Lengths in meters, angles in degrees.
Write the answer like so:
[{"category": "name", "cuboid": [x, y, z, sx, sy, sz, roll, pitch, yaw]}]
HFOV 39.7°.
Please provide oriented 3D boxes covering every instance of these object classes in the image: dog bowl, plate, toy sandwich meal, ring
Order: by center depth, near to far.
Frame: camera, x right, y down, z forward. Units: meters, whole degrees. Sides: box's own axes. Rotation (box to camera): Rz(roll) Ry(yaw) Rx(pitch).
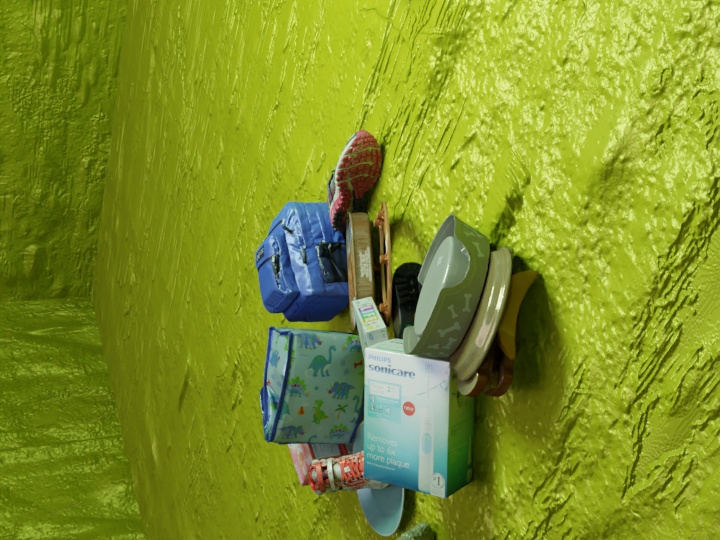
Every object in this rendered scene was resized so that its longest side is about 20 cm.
[{"category": "toy sandwich meal", "cuboid": [0.177, 0.070, 1.322, 0.205, 0.070, 0.207, -161, 90, -84]}, {"category": "dog bowl", "cuboid": [0.119, 0.027, 1.368, 0.200, 0.058, 0.202, -161, 90, -83]}, {"category": "ring", "cuboid": [0.034, -0.010, 1.599, 0.200, 0.019, 0.203, 179, 90, -88]}, {"category": "plate", "cuboid": [0.038, 0.353, 1.719, 0.200, 0.025, 0.202, 176, 90, -66]}]

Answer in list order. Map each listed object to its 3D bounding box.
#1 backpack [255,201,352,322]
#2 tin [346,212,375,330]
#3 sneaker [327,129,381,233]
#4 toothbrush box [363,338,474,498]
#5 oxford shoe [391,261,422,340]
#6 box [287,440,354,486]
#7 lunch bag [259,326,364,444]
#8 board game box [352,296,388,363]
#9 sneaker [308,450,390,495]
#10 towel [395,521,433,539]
[{"category": "backpack", "cuboid": [-0.103, -0.026, 1.810, 0.162, 0.166, 0.202, -38, 55, 53]}, {"category": "tin", "cuboid": [0.000, 0.000, 1.692, 0.112, 0.041, 0.202, 96, 171, -79]}, {"category": "sneaker", "cuboid": [-0.023, -0.159, 1.715, 0.201, 0.080, 0.075, 110, 148, -41]}, {"category": "toothbrush box", "cuboid": [0.086, 0.212, 1.458, 0.145, 0.085, 0.202, 8, 100, 33]}, {"category": "oxford shoe", "cuboid": [0.083, 0.087, 1.553, 0.084, 0.072, 0.202, -174, 83, -81]}, {"category": "box", "cuboid": [-0.086, 0.293, 1.886, 0.201, 0.102, 0.095, 66, 148, 35]}, {"category": "lunch bag", "cuboid": [-0.081, 0.206, 1.760, 0.127, 0.169, 0.202, -176, 92, -65]}, {"category": "board game box", "cuboid": [0.031, 0.160, 1.596, 0.135, 0.034, 0.202, -115, 13, -69]}, {"category": "sneaker", "cuboid": [-0.018, 0.342, 1.680, 0.201, 0.107, 0.068, 146, 117, -61]}, {"category": "towel", "cuboid": [0.063, 0.505, 1.561, 0.036, 0.148, 0.202, 14, 108, 36]}]
